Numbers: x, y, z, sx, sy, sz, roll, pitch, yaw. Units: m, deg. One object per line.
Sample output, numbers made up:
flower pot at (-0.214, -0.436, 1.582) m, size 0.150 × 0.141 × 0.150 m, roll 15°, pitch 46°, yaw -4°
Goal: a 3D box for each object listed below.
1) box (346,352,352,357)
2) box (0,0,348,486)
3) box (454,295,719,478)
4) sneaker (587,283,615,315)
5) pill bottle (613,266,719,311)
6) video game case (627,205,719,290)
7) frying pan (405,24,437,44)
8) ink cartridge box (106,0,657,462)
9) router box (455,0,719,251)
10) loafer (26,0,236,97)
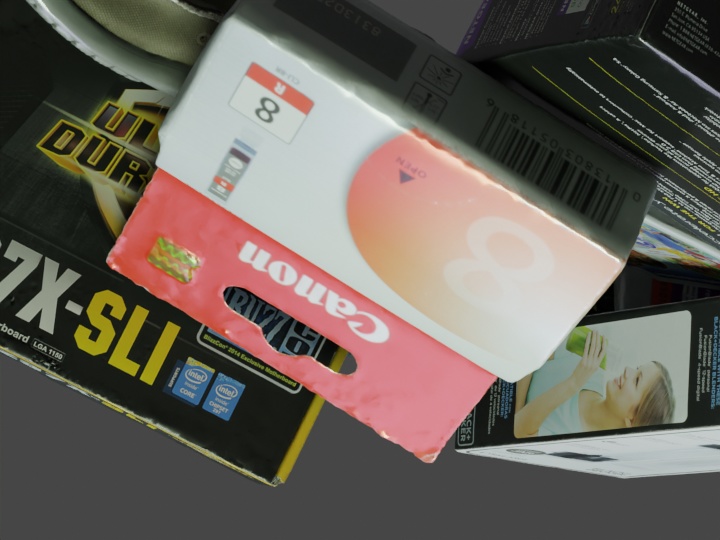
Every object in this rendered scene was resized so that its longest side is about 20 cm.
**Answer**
box at (0.000, 0.000, 1.258) m, size 0.157 × 0.051 × 0.200 m, roll -11°, pitch -171°, yaw -14°
box at (-0.088, -0.024, 1.031) m, size 0.199 × 0.161 × 0.049 m, roll 28°, pitch 173°, yaw -6°
box at (0.149, 0.058, 1.166) m, size 0.116 × 0.061 × 0.199 m, roll 11°, pitch 168°, yaw -32°
sneaker at (0.143, 0.033, 1.358) m, size 0.199 × 0.078 × 0.085 m, roll 12°, pitch 138°, yaw -33°
pill bottle at (0.232, -0.002, 1.242) m, size 0.198 × 0.113 × 0.112 m, roll 10°, pitch 177°, yaw 14°
video game case at (0.090, -0.035, 1.097) m, size 0.199 × 0.018 × 0.143 m, roll 25°, pitch 174°, yaw -23°
frying pan at (0.001, -0.098, 1.117) m, size 0.114 × 0.031 × 0.189 m, roll 11°, pitch 176°, yaw 42°
ink cartridge box at (-0.007, -0.005, 0.917) m, size 0.162 × 0.050 × 0.200 m, roll 31°, pitch 136°, yaw -3°
router box at (0.145, -0.042, 0.853) m, size 0.199 × 0.051 × 0.149 m, roll 33°, pitch 169°, yaw -19°
loafer at (-0.069, -0.106, 0.942) m, size 0.200 × 0.070 × 0.075 m, roll 30°, pitch -171°, yaw -45°
